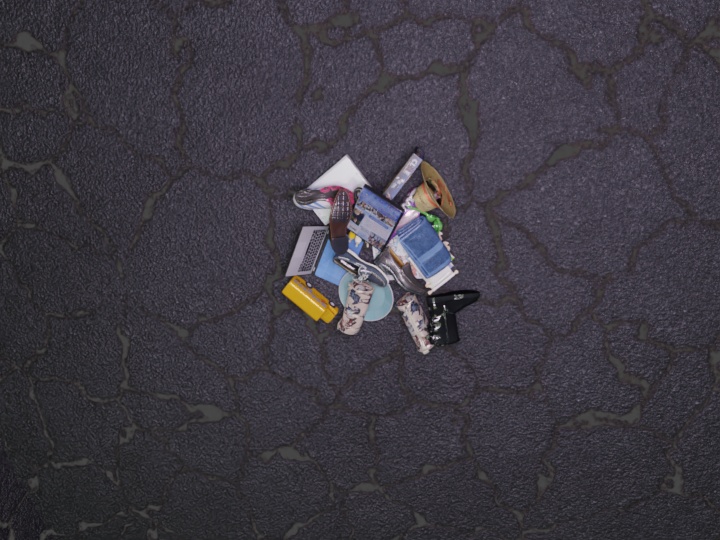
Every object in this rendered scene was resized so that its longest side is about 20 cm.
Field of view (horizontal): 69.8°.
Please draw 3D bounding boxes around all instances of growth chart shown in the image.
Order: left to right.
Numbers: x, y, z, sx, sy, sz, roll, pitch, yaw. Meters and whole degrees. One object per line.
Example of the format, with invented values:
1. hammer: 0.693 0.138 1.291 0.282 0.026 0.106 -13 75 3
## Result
1. growth chart: 0.235 -0.035 1.679 0.144 0.018 0.201 -33 109 6

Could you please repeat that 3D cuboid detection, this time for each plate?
1. plate: 0.020 0.080 1.766 0.197 0.026 0.203 9 118 16

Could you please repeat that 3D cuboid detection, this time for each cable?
1. cable: 0.011 -0.161 1.634 0.096 0.051 0.202 13 132 12

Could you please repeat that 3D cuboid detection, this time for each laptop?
1. laptop: -0.120 -0.040 1.713 0.116 0.198 0.189 38 117 31

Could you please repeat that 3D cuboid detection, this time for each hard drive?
1. hard drive: -0.079 -0.258 1.667 0.199 0.026 0.132 -36 101 20

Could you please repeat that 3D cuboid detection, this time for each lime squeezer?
1. lime squeezer: 0.214 -0.147 1.607 0.070 0.038 0.201 -28 125 11

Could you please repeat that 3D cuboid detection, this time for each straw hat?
1. straw hat: 0.201 -0.220 1.540 0.084 0.201 0.202 -28 104 26

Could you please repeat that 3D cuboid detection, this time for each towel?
1. towel: 0.202 -0.070 1.603 0.111 0.049 0.201 -34 123 9

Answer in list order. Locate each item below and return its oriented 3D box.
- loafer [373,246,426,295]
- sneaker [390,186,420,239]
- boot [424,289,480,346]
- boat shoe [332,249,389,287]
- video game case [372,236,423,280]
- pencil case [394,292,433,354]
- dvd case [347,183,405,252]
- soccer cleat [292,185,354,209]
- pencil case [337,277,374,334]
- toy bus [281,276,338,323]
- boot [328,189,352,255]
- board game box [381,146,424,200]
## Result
1. loafer: 0.139 0.004 1.677 0.199 0.073 0.073 36 113 -5
2. sneaker: 0.143 -0.158 1.621 0.088 0.081 0.201 35 98 -10
3. boot: 0.303 0.155 1.693 0.195 0.073 0.166 -8 98 -12
4. boat shoe: 0.000 0.000 1.674 0.199 0.062 0.075 36 141 2
5. video game case: 0.129 -0.066 1.703 0.179 0.024 0.203 -3 110 12
6. pencil case: 0.189 0.178 1.742 0.077 0.090 0.202 -17 108 31
7. dvd case: 0.042 -0.154 1.558 0.142 0.018 0.201 33 142 5
8. soccer cleat: -0.117 -0.229 1.641 0.196 0.086 0.071 0 84 -12
9. pencil case: -0.021 0.126 1.743 0.088 0.078 0.202 18 121 0
10. toy bus: -0.173 0.106 1.794 0.199 0.078 0.065 40 112 -6
11. boot: -0.075 -0.159 1.610 0.073 0.097 0.204 -1 109 -20
12. board game box: 0.118 -0.276 1.565 0.034 0.136 0.201 36 113 -5
